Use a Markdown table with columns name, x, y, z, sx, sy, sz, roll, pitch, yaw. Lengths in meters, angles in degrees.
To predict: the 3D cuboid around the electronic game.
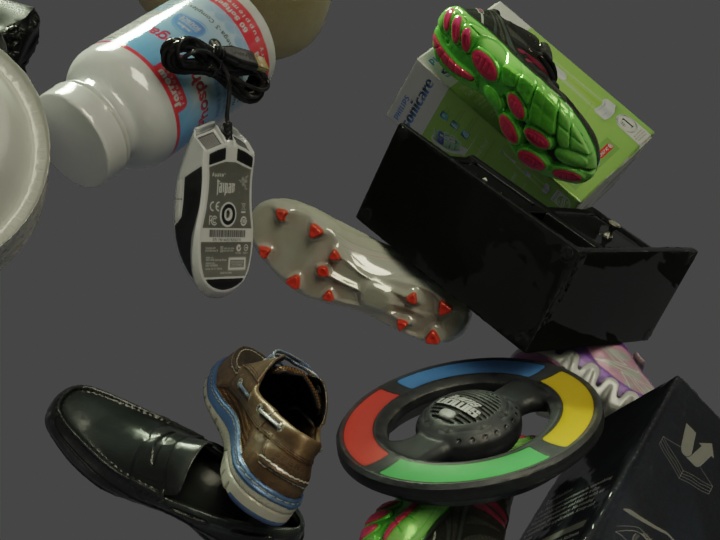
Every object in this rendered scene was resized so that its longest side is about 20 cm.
| name | x | y | z | sx | sy | sz | roll | pitch | yaw |
| --- | --- | --- | --- | --- | --- | --- | --- | --- | --- |
| electronic game | 0.080 | 0.114 | 0.953 | 0.199 | 0.042 | 0.200 | -9 | 21 | 3 |

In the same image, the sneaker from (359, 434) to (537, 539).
| name | x | y | z | sx | sy | sz | roll | pitch | yaw |
| --- | --- | --- | --- | --- | --- | --- | --- | --- | --- |
| sneaker | 0.077 | 0.184 | 0.962 | 0.200 | 0.077 | 0.084 | -30 | 100 | -40 |

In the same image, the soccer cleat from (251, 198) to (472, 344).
| name | x | y | z | sx | sy | sz | roll | pitch | yaw |
| --- | --- | --- | --- | --- | --- | --- | --- | --- | --- |
| soccer cleat | 0.000 | 0.000 | 1.061 | 0.199 | 0.070 | 0.078 | 28 | 20 | 5 |

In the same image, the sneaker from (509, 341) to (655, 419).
| name | x | y | z | sx | sy | sz | roll | pitch | yaw |
| --- | --- | --- | --- | --- | --- | --- | --- | --- | --- |
| sneaker | 0.220 | 0.108 | 1.071 | 0.200 | 0.081 | 0.089 | 35 | 42 | 4 |

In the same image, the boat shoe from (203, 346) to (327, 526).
| name | x | y | z | sx | sy | sz | roll | pitch | yaw |
| --- | --- | --- | --- | --- | --- | --- | --- | --- | --- |
| boat shoe | -0.058 | 0.098 | 0.898 | 0.072 | 0.072 | 0.200 | 33 | 12 | -24 |

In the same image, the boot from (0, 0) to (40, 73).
| name | x | y | z | sx | sy | sz | roll | pitch | yaw |
| --- | --- | --- | --- | --- | --- | --- | --- | --- | --- |
| boot | -0.343 | -0.222 | 1.048 | 0.167 | 0.076 | 0.201 | 13 | 59 | -11 |

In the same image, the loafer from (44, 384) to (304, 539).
| name | x | y | z | sx | sy | sz | roll | pitch | yaw |
| --- | --- | --- | --- | --- | --- | --- | --- | --- | --- |
| loafer | -0.126 | 0.136 | 0.892 | 0.200 | 0.070 | 0.068 | 32 | 49 | 0 |

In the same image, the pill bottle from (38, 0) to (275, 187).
| name | x | y | z | sx | sy | sz | roll | pitch | yaw |
| --- | --- | --- | --- | --- | --- | --- | --- | --- | --- |
| pill bottle | -0.169 | -0.152 | 1.057 | 0.109 | 0.109 | 0.200 | 41 | 50 | 7 |

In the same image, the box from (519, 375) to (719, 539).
| name | x | y | z | sx | sy | sz | roll | pitch | yaw |
| --- | --- | --- | --- | --- | --- | --- | --- | --- | --- |
| box | 0.231 | 0.224 | 0.943 | 0.197 | 0.117 | 0.200 | 45 | 50 | -3 |

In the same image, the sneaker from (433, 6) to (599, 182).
| name | x | y | z | sx | sy | sz | roll | pitch | yaw |
| --- | --- | --- | --- | --- | --- | --- | --- | --- | --- |
| sneaker | 0.147 | -0.162 | 1.107 | 0.084 | 0.077 | 0.200 | -21 | 64 | -32 |

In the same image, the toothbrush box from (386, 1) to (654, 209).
| name | x | y | z | sx | sy | sz | roll | pitch | yaw |
| --- | --- | --- | --- | --- | --- | --- | --- | --- | --- |
| toothbrush box | 0.150 | -0.138 | 1.209 | 0.200 | 0.086 | 0.146 | 43 | 51 | 8 |

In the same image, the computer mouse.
| name | x | y | z | sx | sy | sz | roll | pitch | yaw |
| --- | --- | --- | --- | --- | --- | --- | --- | --- | --- |
| computer mouse | -0.120 | -0.079 | 1.018 | 0.109 | 0.044 | 0.201 | 0 | 95 | -56 |

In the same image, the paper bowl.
| name | x | y | z | sx | sy | sz | roll | pitch | yaw |
| --- | --- | --- | --- | --- | --- | --- | --- | --- | --- |
| paper bowl | -0.321 | -0.086 | 0.909 | 0.200 | 0.104 | 0.202 | 5 | 72 | -17 |

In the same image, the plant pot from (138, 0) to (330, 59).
| name | x | y | z | sx | sy | sz | roll | pitch | yaw |
| --- | --- | --- | --- | --- | --- | --- | --- | --- | --- |
| plant pot | -0.104 | -0.314 | 1.190 | 0.199 | 0.135 | 0.201 | 13 | 51 | -17 |

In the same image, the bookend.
| name | x | y | z | sx | sy | sz | roll | pitch | yaw |
| --- | --- | --- | --- | --- | --- | --- | --- | --- | --- |
| bookend | 0.140 | -0.028 | 1.068 | 0.200 | 0.092 | 0.199 | 0 | 32 | -49 |
